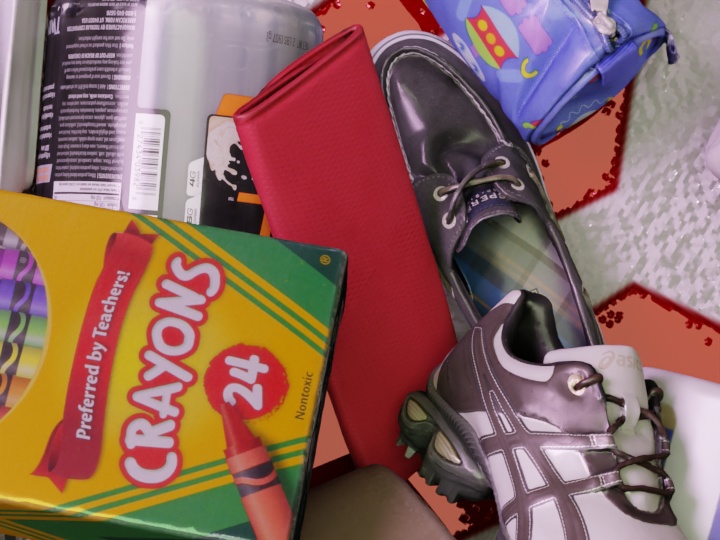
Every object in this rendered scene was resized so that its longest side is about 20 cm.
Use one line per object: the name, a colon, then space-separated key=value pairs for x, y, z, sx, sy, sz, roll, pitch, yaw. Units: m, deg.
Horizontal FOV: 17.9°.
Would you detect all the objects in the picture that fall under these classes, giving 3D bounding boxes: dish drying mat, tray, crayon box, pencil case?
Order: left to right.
tray: x=-0.157 y=-0.116 z=1.009 sx=0.022 sy=0.107 sz=0.201 roll=5 pitch=87 yaw=-24
crayon box: x=-0.113 y=0.040 z=0.883 sx=0.199 sy=0.051 sz=0.128 roll=9 pitch=66 yaw=2
dish drying mat: x=0.000 y=0.000 z=0.979 sx=0.077 sy=0.018 sz=0.201 roll=-38 pitch=126 yaw=-30
pencil case: x=0.053 y=-0.152 z=1.016 sx=0.078 sy=0.087 sz=0.200 roll=-36 pitch=87 yaw=-23

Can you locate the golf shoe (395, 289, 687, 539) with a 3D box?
golf shoe: x=0.094 y=0.081 z=0.923 sx=0.200 sy=0.078 sz=0.095 roll=42 pitch=107 yaw=40

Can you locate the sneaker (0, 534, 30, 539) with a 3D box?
sneaker: x=-0.186 y=0.119 z=0.909 sx=0.074 sy=0.087 sz=0.200 roll=36 pitch=85 yaw=-1

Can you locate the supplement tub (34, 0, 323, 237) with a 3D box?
supplement tub: x=-0.082 y=-0.018 z=0.992 sx=0.122 sy=0.123 sz=0.201 roll=4 pitch=88 yaw=-1

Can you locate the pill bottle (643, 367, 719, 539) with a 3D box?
pill bottle: x=0.146 y=0.153 z=0.989 sx=0.119 sy=0.120 sz=0.201 roll=17 pitch=88 yaw=0

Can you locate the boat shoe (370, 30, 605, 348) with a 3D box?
boat shoe: x=0.057 y=-0.017 z=1.021 sx=0.070 sy=0.066 sz=0.201 roll=-22 pitch=88 yaw=-2

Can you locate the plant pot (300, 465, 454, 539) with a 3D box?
plant pot: x=-0.027 y=0.175 z=0.946 sx=0.174 sy=0.200 sz=0.201 roll=-38 pitch=89 yaw=-8

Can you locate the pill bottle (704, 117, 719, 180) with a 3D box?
pill bottle: x=0.261 y=-0.040 z=1.003 sx=0.199 sy=0.112 sz=0.113 roll=32 pitch=87 yaw=1
